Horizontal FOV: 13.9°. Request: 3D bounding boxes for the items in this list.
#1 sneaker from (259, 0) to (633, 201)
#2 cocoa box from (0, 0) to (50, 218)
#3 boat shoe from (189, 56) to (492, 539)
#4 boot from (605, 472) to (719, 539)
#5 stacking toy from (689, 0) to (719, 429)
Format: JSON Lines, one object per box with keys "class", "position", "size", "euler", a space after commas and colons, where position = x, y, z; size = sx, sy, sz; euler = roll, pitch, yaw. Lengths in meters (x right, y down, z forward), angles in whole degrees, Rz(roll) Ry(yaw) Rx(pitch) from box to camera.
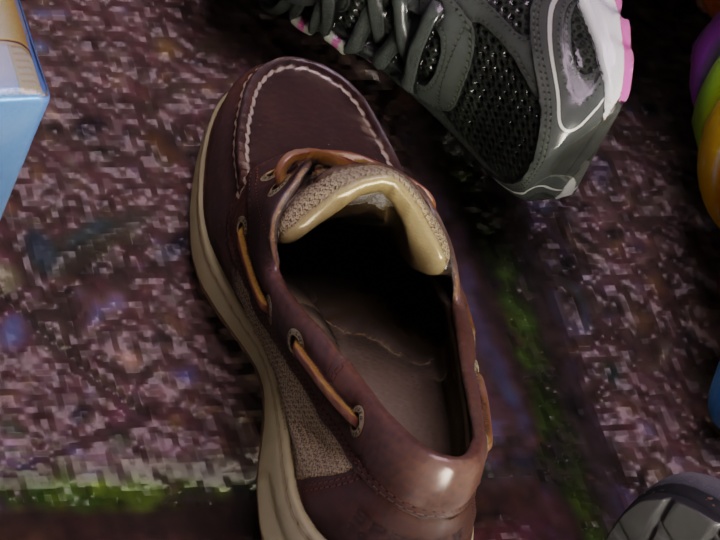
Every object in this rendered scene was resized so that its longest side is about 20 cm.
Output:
{"class": "sneaker", "position": [-0.002, -0.091, 0.872], "size": [0.086, 0.080, 0.200], "euler": [-13, 48, -31]}
{"class": "cocoa box", "position": [-0.196, -0.047, 0.707], "size": [0.200, 0.133, 0.131], "euler": [-5, 57, -26]}
{"class": "boat shoe", "position": [0.000, 0.000, 0.786], "size": [0.072, 0.072, 0.200], "euler": [10, 39, -16]}
{"class": "boot", "position": [0.162, 0.095, 0.807], "size": [0.200, 0.070, 0.132], "euler": [38, 44, -6]}
{"class": "stacking toy", "position": [0.137, -0.050, 0.895], "size": [0.110, 0.116, 0.200], "euler": [-2, 41, -19]}
